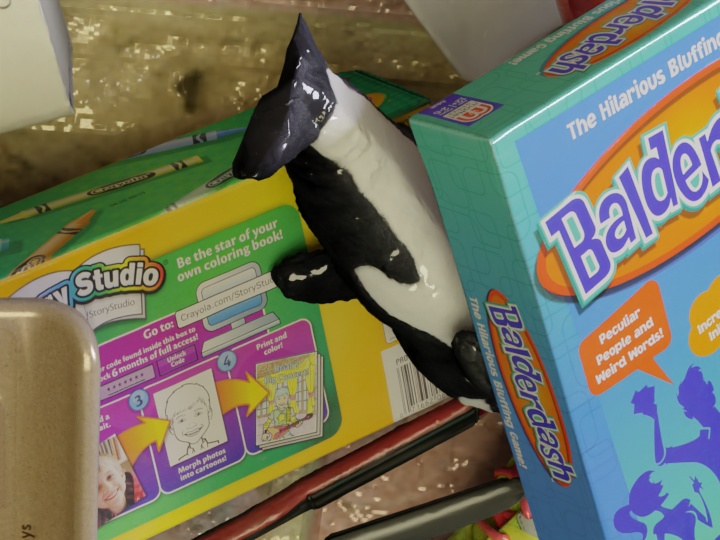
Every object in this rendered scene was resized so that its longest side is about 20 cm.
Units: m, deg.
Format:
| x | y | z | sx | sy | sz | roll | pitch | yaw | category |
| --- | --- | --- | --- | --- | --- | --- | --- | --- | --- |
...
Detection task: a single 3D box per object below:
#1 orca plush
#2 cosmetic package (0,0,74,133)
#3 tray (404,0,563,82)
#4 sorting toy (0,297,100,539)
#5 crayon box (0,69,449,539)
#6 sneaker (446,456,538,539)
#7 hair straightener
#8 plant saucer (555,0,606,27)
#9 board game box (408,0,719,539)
| x | y | z | sx | sy | sz | roll | pitch | yaw | category |
| --- | --- | --- | --- | --- | --- | --- | --- | --- | --- |
| 0.000 | 0.000 | 0.902 | 0.071 | 0.105 | 0.200 | -24 | 154 | 17 | orca plush |
| -0.207 | -0.086 | 0.911 | 0.200 | 0.087 | 0.104 | -16 | 114 | -1 | cosmetic package |
| 0.026 | -0.172 | 0.941 | 0.107 | 0.022 | 0.200 | -36 | 113 | 7 | tray |
| -0.186 | 0.090 | 0.863 | 0.200 | 0.036 | 0.185 | 2 | 115 | -4 | sorting toy |
| -0.059 | 0.018 | 0.951 | 0.200 | 0.058 | 0.119 | -23 | 117 | -25 | crayon box |
| 0.085 | 0.078 | 1.033 | 0.200 | 0.078 | 0.090 | -33 | 114 | -5 | sneaker |
| -0.024 | 0.119 | 0.977 | 0.200 | 0.041 | 0.077 | -25 | 78 | -9 | hair straightener |
| 0.187 | -0.057 | 0.954 | 0.200 | 0.037 | 0.200 | -20 | 116 | 1 | plant saucer |
| 0.110 | 0.005 | 0.891 | 0.152 | 0.045 | 0.200 | -33 | 119 | -26 | board game box |
